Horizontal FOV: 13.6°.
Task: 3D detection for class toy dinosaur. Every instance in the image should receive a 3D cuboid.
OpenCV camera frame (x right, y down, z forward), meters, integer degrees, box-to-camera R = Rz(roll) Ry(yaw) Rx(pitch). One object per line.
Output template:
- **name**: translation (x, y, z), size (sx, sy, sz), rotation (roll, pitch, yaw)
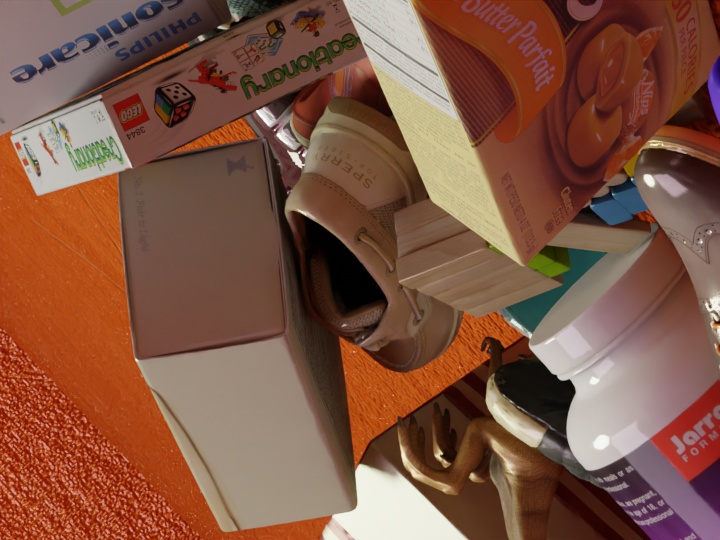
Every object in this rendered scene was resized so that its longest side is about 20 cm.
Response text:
- **toy dinosaur**: translation (0.075, 0.089, 1.407), size (0.106, 0.201, 0.060), rotation (-3, 155, 26)

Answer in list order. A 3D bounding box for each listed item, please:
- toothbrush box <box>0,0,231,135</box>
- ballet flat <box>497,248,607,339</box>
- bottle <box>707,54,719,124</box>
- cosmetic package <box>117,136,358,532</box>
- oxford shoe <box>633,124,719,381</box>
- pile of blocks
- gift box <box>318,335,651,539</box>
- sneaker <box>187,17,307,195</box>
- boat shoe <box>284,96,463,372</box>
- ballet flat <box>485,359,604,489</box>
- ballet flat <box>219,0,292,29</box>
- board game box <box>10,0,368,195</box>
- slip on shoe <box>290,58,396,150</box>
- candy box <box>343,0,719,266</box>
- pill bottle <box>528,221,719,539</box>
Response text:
- **toothbrush box**: translation (-0.155, -0.167, 1.294), size (0.086, 0.145, 0.201), rotation (54, -166, -52)
- **ballet flat**: translation (0.072, -0.023, 1.411), size (0.200, 0.072, 0.072), rotation (41, 167, 27)
- **bottle**: translation (0.194, -0.006, 1.036), size (0.083, 0.065, 0.200), rotation (25, 156, 55)
- **cosmetic package**: translation (-0.054, 0.034, 1.404), size (0.200, 0.073, 0.104), rotation (70, -169, -60)
- **oxford shoe**: translation (0.166, 0.025, 1.175), size (0.200, 0.073, 0.071), rotation (46, 158, -23)
- **pile of blocks**: translation (0.085, -0.050, 1.234), size (0.082, 0.063, 0.200), rotation (8, 152, -28)
- **gift box**: translation (0.092, 0.156, 1.525), size (0.187, 0.184, 0.200), rotation (44, 143, 16)
- **sneaker**: translation (-0.032, -0.037, 1.520), size (0.200, 0.116, 0.076), rotation (43, -150, 13)
- **boat shoe**: translation (0.000, 0.000, 1.358), size (0.072, 0.065, 0.200), rotation (26, 158, 18)
- **ballet flat**: translation (0.142, 0.098, 1.388), size (0.199, 0.067, 0.057), rotation (25, 129, -15)
- **ballet flat**: translation (-0.070, -0.144, 1.450), size (0.074, 0.074, 0.200), rotation (49, 169, -17)
- **board game box**: translation (-0.071, -0.077, 1.292), size (0.035, 0.126, 0.200), rotation (65, 164, -6)
- **slip on shoe**: translation (0.015, -0.093, 1.330), size (0.061, 0.074, 0.200), rotation (53, 161, -8)
- **candy box**: translation (0.057, -0.104, 1.056), size (0.055, 0.115, 0.200), rotation (35, 164, 33)
- **pill bottle**: translation (0.166, 0.078, 1.281), size (0.200, 0.112, 0.112), rotation (46, 167, -6)
